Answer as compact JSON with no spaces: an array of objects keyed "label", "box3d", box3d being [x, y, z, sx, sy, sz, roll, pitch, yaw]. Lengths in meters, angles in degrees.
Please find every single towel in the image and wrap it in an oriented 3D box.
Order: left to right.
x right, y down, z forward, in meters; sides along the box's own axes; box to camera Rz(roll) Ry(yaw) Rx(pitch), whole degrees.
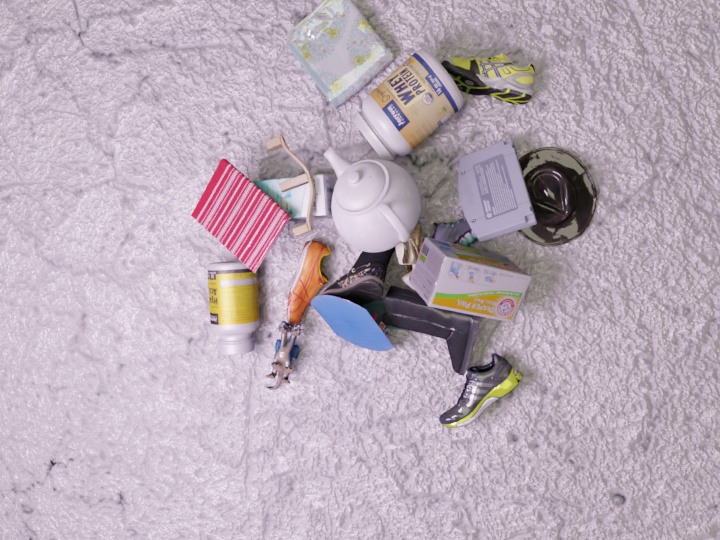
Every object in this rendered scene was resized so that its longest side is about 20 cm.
[{"label":"towel","box3d":[-0.245,-0.113,1.113,0.199,0.022,0.146,40,108,14]},{"label":"towel","box3d":[-0.048,-0.480,1.188,0.170,0.048,0.201,-38,86,12]}]

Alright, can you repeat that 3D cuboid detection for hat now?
[{"label":"hat","box3d":[0.384,-0.150,1.103,0.197,0.081,0.205,1,93,10]}]

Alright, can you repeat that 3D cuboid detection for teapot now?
[{"label":"teapot","box3d":[0.019,-0.140,1.073,0.197,0.146,0.201,-2,65,26]}]

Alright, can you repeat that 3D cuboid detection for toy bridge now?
[{"label":"toy bridge","box3d":[-0.128,-0.174,1.085,0.066,0.027,0.203,-17,89,9]}]

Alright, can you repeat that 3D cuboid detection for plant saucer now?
[{"label":"plant saucer","box3d":[0.079,0.096,1.212,0.196,0.019,0.071,-1,93,12]}]

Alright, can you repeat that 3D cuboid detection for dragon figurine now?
[{"label":"dragon figurine","box3d":[-0.171,0.194,1.237,0.058,0.100,0.201,15,140,-2]}]

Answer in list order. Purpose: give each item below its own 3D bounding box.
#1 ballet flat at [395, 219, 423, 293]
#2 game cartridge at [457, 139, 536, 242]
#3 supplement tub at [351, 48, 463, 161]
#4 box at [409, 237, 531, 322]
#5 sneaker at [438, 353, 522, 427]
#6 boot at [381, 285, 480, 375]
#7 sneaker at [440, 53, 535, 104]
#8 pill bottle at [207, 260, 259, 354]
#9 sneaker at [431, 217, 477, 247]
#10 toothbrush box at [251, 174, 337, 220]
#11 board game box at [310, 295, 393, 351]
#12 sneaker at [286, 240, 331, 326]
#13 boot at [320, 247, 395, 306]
[{"label":"ballet flat","box3d":[0.109,-0.011,1.145,0.065,0.070,0.203,-24,102,-31]},{"label":"game cartridge","box3d":[0.264,-0.158,1.100,0.131,0.040,0.203,-16,60,19]},{"label":"supplement tub","box3d":[0.093,-0.328,1.119,0.199,0.144,0.145,-39,86,11]},{"label":"box","box3d":[0.216,0.019,1.084,0.197,0.113,0.103,12,109,-20]},{"label":"sneaker","box3d":[0.240,0.251,1.160,0.199,0.074,0.081,-40,92,4]},{"label":"boot","box3d":[0.140,0.128,1.158,0.196,0.066,0.167,12,119,9]},{"label":"sneaker","box3d":[0.260,-0.403,1.124,0.197,0.075,0.078,17,89,-1]},{"label":"pill bottle","box3d":[-0.284,0.081,1.237,0.109,0.111,0.204,-3,93,11]},{"label":"sneaker","box3d":[0.203,-0.086,1.150,0.199,0.074,0.088,-39,81,12]},{"label":"toothbrush box","box3d":[-0.151,-0.150,1.179,0.196,0.146,0.087,-5,93,10]},{"label":"board game box","box3d":[-0.012,0.099,1.167,0.156,0.201,0.039,5,53,39]},{"label":"sneaker","box3d":[-0.116,0.037,1.223,0.076,0.073,0.203,18,101,-3]},{"label":"boot","box3d":[0.002,0.001,1.190,0.073,0.202,0.155,36,58,-22]}]
